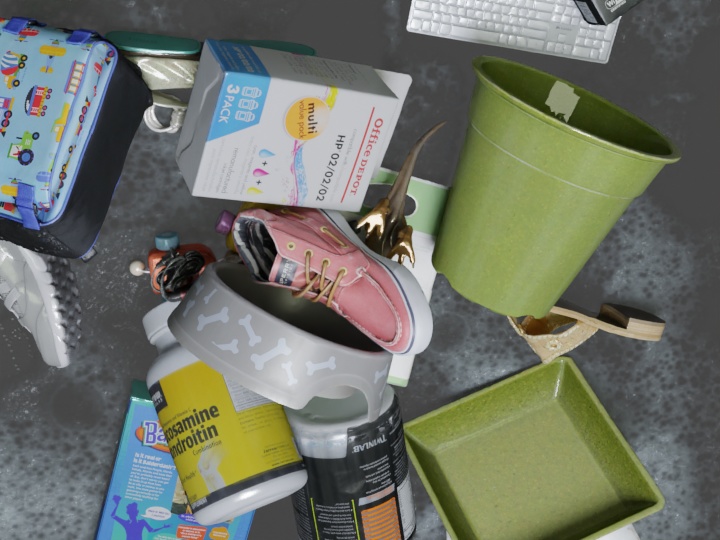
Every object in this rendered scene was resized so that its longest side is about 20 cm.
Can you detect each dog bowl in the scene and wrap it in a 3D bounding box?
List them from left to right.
[{"bbox_3d":[-0.061,0.055,0.960,0.200,0.200,0.059,23,100,-16],"label":"dog bowl"}]

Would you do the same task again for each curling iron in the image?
[{"bbox_3d":[-0.093,-0.013,1.033,0.199,0.026,0.050,-14,130,-13],"label":"curling iron"}]

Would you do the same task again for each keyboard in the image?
[{"bbox_3d":[0.144,-0.234,1.050,0.199,0.011,0.056,7,109,-11],"label":"keyboard"}]

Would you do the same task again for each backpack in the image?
[{"bbox_3d":[-0.296,-0.120,0.924,0.199,0.135,0.183,16,78,13],"label":"backpack"}]

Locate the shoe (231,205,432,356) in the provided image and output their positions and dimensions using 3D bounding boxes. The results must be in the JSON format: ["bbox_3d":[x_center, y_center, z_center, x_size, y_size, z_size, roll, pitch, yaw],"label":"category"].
[{"bbox_3d":[-0.029,0.008,0.942,0.091,0.200,0.072,-6,127,-35],"label":"shoe"}]

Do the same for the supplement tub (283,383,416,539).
[{"bbox_3d":[-0.010,0.215,1.131,0.122,0.123,0.201,-10,112,-5],"label":"supplement tub"}]

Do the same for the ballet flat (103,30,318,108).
[{"bbox_3d":[-0.135,-0.175,1.005,0.199,0.068,0.063,5,120,-1],"label":"ballet flat"}]

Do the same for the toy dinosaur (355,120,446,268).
[{"bbox_3d":[0.026,-0.048,1.033,0.060,0.106,0.201,18,99,-5],"label":"toy dinosaur"}]

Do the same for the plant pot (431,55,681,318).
[{"bbox_3d":[0.154,-0.065,1.023,0.200,0.200,0.190,18,112,-15],"label":"plant pot"}]

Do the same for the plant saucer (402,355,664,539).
[{"bbox_3d":[0.166,0.204,1.126,0.200,0.200,0.048,-23,140,-7],"label":"plant saucer"}]

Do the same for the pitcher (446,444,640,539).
[{"bbox_3d":[0.196,0.255,1.186,0.199,0.172,0.121,-7,138,14],"label":"pitcher"}]

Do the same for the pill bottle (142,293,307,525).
[{"bbox_3d":[-0.132,0.124,1.048,0.112,0.112,0.200,-22,77,0],"label":"pill bottle"}]

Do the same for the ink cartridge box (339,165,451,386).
[{"bbox_3d":[0.000,0.000,1.096,0.145,0.048,0.201,15,92,-14],"label":"ink cartridge box"}]

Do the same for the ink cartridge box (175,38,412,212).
[{"bbox_3d":[-0.045,-0.119,0.971,0.199,0.068,0.115,4,122,-28],"label":"ink cartridge box"}]

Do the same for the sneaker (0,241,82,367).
[{"bbox_3d":[-0.319,0.000,1.037,0.082,0.075,0.200,-20,101,5],"label":"sneaker"}]

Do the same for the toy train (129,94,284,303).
[{"bbox_3d":[-0.141,-0.059,1.046,0.150,0.056,0.201,-2,111,-9],"label":"toy train"}]

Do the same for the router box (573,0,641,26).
[{"bbox_3d":[0.251,-0.336,0.997,0.200,0.062,0.150,-36,109,3],"label":"router box"}]

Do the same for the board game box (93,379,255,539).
[{"bbox_3d":[-0.180,0.221,1.148,0.152,0.045,0.200,14,107,-13],"label":"board game box"}]

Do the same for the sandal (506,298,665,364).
[{"bbox_3d":[0.205,0.063,1.135,0.211,0.078,0.070,11,102,-18],"label":"sandal"}]
